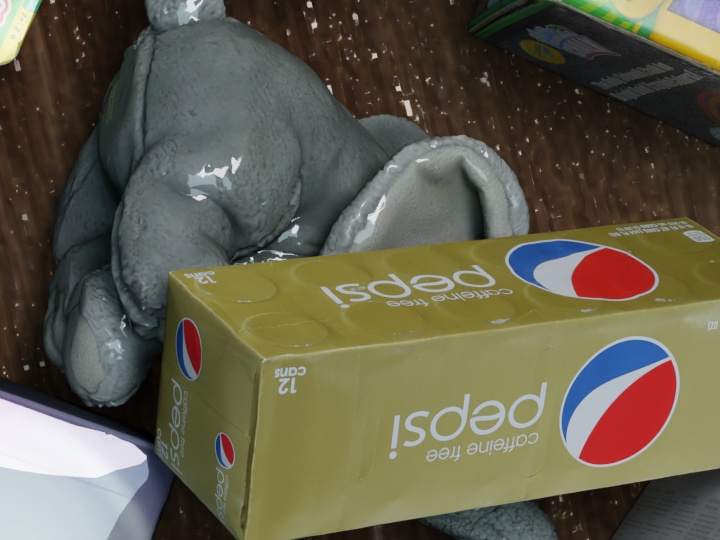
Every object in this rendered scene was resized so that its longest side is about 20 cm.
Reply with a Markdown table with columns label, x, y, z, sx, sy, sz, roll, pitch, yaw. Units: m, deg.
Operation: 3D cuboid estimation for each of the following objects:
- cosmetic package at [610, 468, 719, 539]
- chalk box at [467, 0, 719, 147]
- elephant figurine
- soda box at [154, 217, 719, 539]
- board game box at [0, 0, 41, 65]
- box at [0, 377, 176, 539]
| label | x | y | z | sx | sy | sz | roll | pitch | yaw |
| --- | --- | --- | --- | --- | --- | --- | --- | --- | --- |
| cosmetic package | 0.126 | 0.111 | 0.825 | 0.051 | 0.200 | 0.083 | 35 | 84 | -6 |
| chalk box | 0.120 | -0.123 | 0.869 | 0.200 | 0.124 | 0.124 | 24 | 85 | -9 |
| elephant figurine | 0.000 | 0.000 | 0.859 | 0.200 | 0.155 | 0.142 | 14 | 43 | -19 |
| soda box | 0.038 | 0.032 | 0.784 | 0.200 | 0.068 | 0.064 | -7 | 116 | -29 |
| board game box | -0.195 | -0.153 | 0.866 | 0.200 | 0.030 | 0.096 | 25 | 86 | -5 |
| box | -0.187 | 0.117 | 0.814 | 0.200 | 0.123 | 0.199 | 19 | 84 | -9 |
